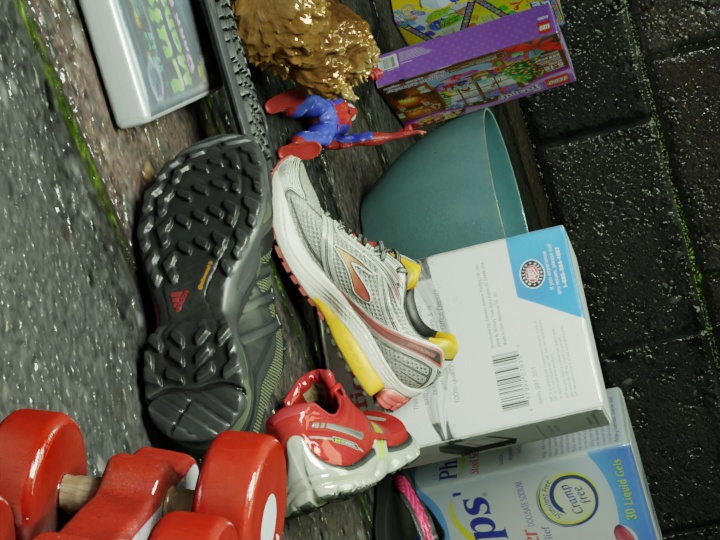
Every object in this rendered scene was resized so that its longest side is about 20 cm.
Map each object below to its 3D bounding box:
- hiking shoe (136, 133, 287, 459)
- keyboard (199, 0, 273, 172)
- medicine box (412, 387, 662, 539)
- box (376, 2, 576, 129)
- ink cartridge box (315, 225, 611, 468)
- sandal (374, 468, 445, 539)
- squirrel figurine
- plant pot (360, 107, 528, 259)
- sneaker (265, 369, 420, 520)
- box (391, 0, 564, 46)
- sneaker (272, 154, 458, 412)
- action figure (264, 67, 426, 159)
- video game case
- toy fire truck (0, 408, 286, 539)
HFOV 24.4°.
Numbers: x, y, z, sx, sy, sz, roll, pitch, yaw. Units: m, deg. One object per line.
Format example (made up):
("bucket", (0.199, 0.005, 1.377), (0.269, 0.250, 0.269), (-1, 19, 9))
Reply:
("hiking shoe", (-0.081, 0.020, 0.938), (0.101, 0.076, 0.200), (73, 18, -58))
("keyboard", (-0.090, -0.158, 1.104), (0.127, 0.021, 0.200), (78, -4, -79))
("medicine box", (0.156, 0.223, 1.453), (0.103, 0.200, 0.182), (-81, 155, -66))
("box", (0.125, -0.217, 1.800), (0.137, 0.200, 0.039), (43, 33, -68))
("ink cartridge box", (0.079, 0.065, 1.280), (0.084, 0.200, 0.145), (48, 30, -70))
("sandal", (0.041, 0.194, 1.330), (0.075, 0.045, 0.200), (65, 17, -44))
("squirrel figurine", (-0.050, -0.226, 1.255), (0.187, 0.141, 0.200), (60, 30, -84))
("plant pot", (0.077, -0.038, 1.538), (0.200, 0.135, 0.200), (-13, 90, -78))
("sneaker", (-0.014, 0.106, 1.120), (0.200, 0.077, 0.085), (-9, 78, -79))
("box", (0.132, -0.390, 2.047), (0.122, 0.192, 0.200), (49, 29, -65))
("sneaker", (0.000, 0.000, 1.216), (0.200, 0.082, 0.078), (57, 12, -2))
("action figure", (-0.008, -0.129, 1.360), (0.200, 0.099, 0.065), (-45, 122, -79))
("video game case", (-0.139, -0.194, 0.996), (0.182, 0.023, 0.200), (-53, 128, -74))
("toy fire truck", (-0.099, 0.153, 0.631), (0.200, 0.112, 0.168), (-56, 150, -73))
